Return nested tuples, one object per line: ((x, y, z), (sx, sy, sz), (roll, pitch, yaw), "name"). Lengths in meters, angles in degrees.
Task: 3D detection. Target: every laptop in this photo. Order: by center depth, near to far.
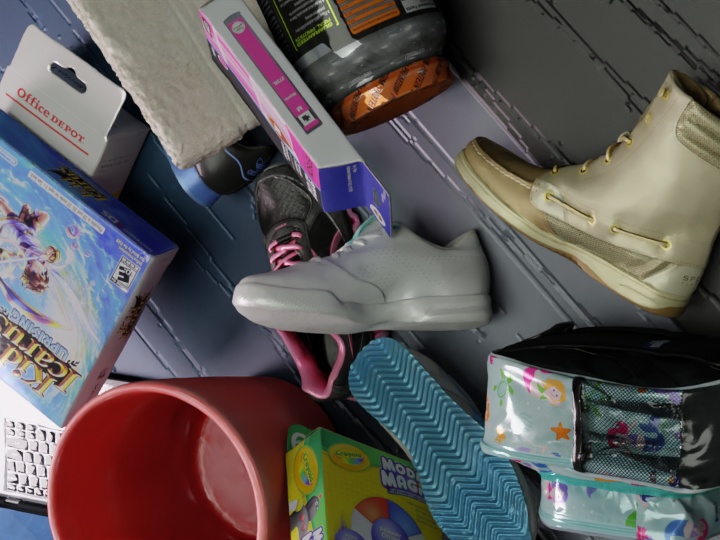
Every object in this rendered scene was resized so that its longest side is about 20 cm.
((-0.268, 0.194, 1.655), (0.187, 0.116, 0.200), (6, 102, 27), "laptop")

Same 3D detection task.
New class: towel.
((-0.134, -0.183, 1.513), (0.132, 0.034, 0.200), (-30, 73, -9), "towel")

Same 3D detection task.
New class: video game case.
((-0.270, -0.002, 1.587), (0.200, 0.045, 0.181), (37, 116, 14), "video game case")

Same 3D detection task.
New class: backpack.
((0.186, 0.107, 1.353), (0.200, 0.177, 0.151), (12, 99, 31), "backpack")

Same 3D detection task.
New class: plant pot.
((-0.115, 0.167, 1.527), (0.200, 0.177, 0.201), (5, 100, 27), "plant pot")

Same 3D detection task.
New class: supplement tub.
((-0.015, -0.209, 1.437), (0.122, 0.123, 0.200), (-26, 85, 30), "supplement tub")

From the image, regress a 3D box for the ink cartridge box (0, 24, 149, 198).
((-0.255, -0.096, 1.622), (0.117, 0.067, 0.200), (37, 115, 17), "ink cartridge box")

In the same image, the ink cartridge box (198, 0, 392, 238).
((-0.046, -0.108, 1.418), (0.037, 0.095, 0.200), (-36, 75, -9), "ink cartridge box")

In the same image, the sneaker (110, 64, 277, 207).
((-0.139, -0.153, 1.554), (0.078, 0.070, 0.200), (-32, 84, 18), "sneaker")

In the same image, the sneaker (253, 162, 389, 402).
((-0.041, 0.012, 1.508), (0.079, 0.095, 0.200), (-23, 86, 33), "sneaker")

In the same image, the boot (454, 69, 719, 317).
((0.178, -0.080, 1.381), (0.200, 0.073, 0.156), (35, 114, 18), "boot")

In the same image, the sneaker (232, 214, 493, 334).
((0.000, 0.000, 1.452), (0.075, 0.200, 0.089), (154, 115, -67), "sneaker")

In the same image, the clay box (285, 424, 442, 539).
((0.006, 0.200, 1.423), (0.048, 0.115, 0.200), (-40, 40, 36), "clay box")

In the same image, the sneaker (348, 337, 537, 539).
((0.074, 0.134, 1.451), (0.077, 0.081, 0.200), (-42, 61, 14), "sneaker")
